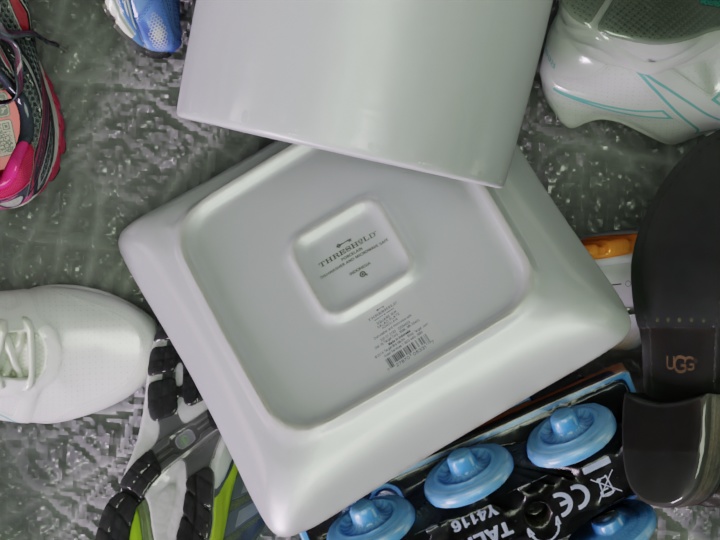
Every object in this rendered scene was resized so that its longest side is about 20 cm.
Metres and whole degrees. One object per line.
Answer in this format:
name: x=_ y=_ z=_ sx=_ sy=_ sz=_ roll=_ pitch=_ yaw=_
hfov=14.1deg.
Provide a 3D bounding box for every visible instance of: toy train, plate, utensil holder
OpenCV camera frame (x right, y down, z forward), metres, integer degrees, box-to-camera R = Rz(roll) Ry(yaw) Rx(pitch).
toy train: x=0.057 y=0.110 z=1.430 sx=0.199 sy=0.114 sz=0.087 roll=-25 pitch=114 yaw=1
plate: x=0.000 y=0.000 z=1.401 sx=0.199 sy=0.032 sz=0.200 roll=-30 pitch=60 yaw=0
utensil holder: x=0.012 y=-0.151 z=1.329 sx=0.169 sy=0.170 sz=0.201 roll=12 pitch=93 yaw=-3

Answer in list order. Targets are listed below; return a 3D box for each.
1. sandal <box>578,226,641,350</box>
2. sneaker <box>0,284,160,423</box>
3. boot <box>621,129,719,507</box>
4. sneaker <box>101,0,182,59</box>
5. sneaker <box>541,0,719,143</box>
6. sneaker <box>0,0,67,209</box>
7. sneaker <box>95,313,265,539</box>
sandal: x=0.142 y=0.009 z=1.440 sx=0.206 sy=0.079 sz=0.059 roll=-10 pitch=94 yaw=-2
sneaker: x=-0.198 y=0.044 z=1.436 sx=0.199 sy=0.080 sz=0.071 roll=0 pitch=94 yaw=-3
boot: x=0.207 y=0.039 z=1.410 sx=0.174 sy=0.069 sz=0.201 roll=11 pitch=91 yaw=-43
sneaker: x=-0.086 y=-0.202 z=1.412 sx=0.089 sy=0.079 sz=0.201 roll=5 pitch=96 yaw=1
sneaker: x=0.182 y=-0.103 z=1.433 sx=0.199 sy=0.071 sz=0.080 roll=6 pitch=137 yaw=-15
sneaker: x=-0.191 y=-0.129 z=1.419 sx=0.080 sy=0.075 sz=0.201 roll=-19 pitch=96 yaw=1
sneaker: x=-0.071 y=0.084 z=1.450 sx=0.074 sy=0.081 sz=0.201 roll=17 pitch=77 yaw=23
